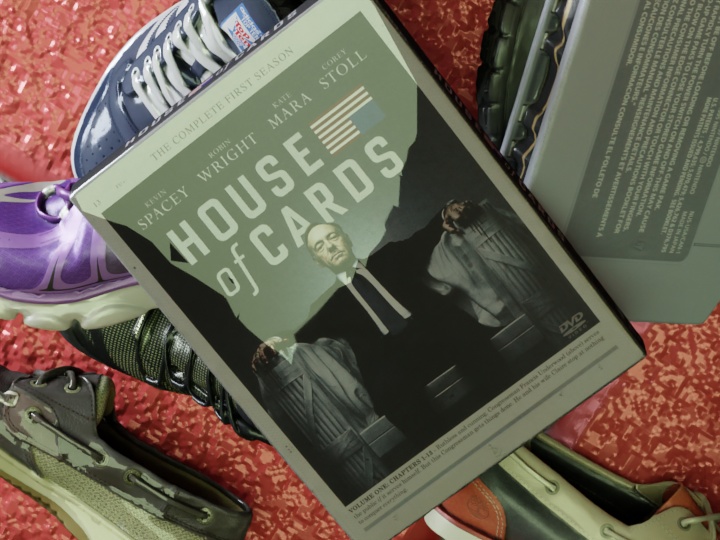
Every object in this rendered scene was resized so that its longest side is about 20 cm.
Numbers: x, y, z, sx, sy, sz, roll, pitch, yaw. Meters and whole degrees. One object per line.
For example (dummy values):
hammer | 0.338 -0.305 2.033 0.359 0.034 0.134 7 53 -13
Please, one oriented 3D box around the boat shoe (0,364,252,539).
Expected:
boat shoe | -0.138 0.077 0.941 0.201 0.072 0.066 39 95 -1

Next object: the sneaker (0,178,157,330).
sneaker | -0.095 -0.029 0.861 0.199 0.081 0.084 -2 133 7

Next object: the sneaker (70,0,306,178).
sneaker | -0.064 -0.091 0.865 0.200 0.109 0.070 -40 96 17

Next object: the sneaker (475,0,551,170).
sneaker | 0.102 -0.119 0.854 0.090 0.076 0.201 12 108 -3

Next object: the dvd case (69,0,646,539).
dvd case | 0.000 0.000 0.812 0.150 0.025 0.200 -37 104 11

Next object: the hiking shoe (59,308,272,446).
hiking shoe | -0.050 0.034 0.892 0.199 0.101 0.076 17 94 3

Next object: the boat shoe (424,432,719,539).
boat shoe | 0.129 0.123 0.905 0.199 0.071 0.063 23 102 8

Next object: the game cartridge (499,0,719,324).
game cartridge | 0.131 -0.071 0.837 0.133 0.041 0.201 5 116 -23
